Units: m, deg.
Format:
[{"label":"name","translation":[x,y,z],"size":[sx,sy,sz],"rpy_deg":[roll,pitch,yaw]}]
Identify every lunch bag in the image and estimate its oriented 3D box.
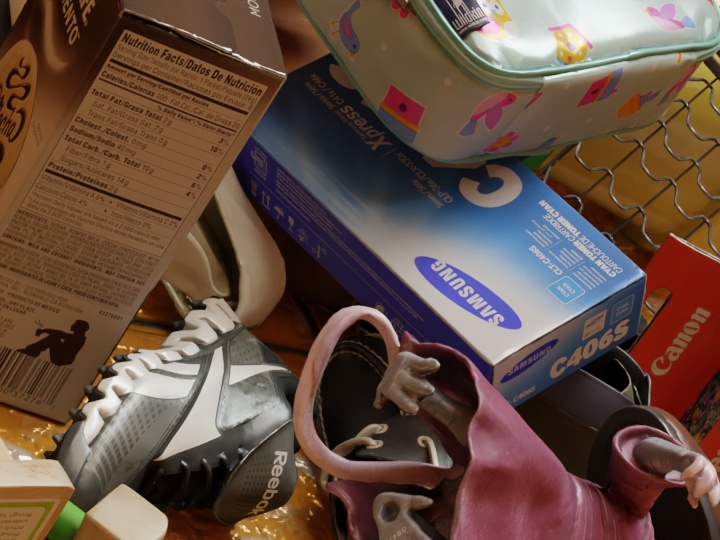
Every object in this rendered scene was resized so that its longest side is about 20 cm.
[{"label":"lunch bag","translation":[0.064,-0.136,1.323],"size":[0.200,0.077,0.161],"rpy_deg":[-11,62,-44]}]

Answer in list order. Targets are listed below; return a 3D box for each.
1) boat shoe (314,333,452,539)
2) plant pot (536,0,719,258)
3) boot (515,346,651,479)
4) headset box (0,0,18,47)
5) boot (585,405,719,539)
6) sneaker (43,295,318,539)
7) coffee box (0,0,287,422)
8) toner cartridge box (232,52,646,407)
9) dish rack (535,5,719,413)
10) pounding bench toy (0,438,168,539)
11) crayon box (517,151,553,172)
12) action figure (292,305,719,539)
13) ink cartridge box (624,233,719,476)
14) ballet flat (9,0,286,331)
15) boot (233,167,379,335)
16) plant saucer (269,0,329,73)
[{"label":"boat shoe","translation":[0.016,0.104,1.246],"size":[0.060,0.074,0.200],"rpy_deg":[15,41,-40]},{"label":"plant pot","translation":[0.162,-0.116,1.609],"size":[0.188,0.201,0.201],"rpy_deg":[15,33,-23]},{"label":"boot","translation":[0.126,0.096,1.340],"size":[0.200,0.097,0.075],"rpy_deg":[26,29,-14]},{"label":"headset box","translation":[-0.199,-0.186,1.342],"size":[0.174,0.201,0.093],"rpy_deg":[3,5,-43]},{"label":"boot","translation":[0.196,0.125,1.327],"size":[0.200,0.068,0.189],"rpy_deg":[-29,91,-53]},{"label":"sneaker","translation":[-0.072,0.075,1.199],"size":[0.090,0.067,0.200],"rpy_deg":[35,26,7]},{"label":"coffee box","translation":[-0.118,-0.051,1.204],"size":[0.080,0.200,0.113],"rpy_deg":[20,30,-24]},{"label":"toner cartridge box","translation":[0.031,-0.024,1.308],"size":[0.095,0.043,0.200],"rpy_deg":[-30,56,-27]},{"label":"dish rack","translation":[0.181,-0.041,1.495],"size":[0.153,0.200,0.055],"rpy_deg":[48,17,1]},{"label":"pounding bench toy","translation":[-0.185,0.067,1.030],"size":[0.200,0.124,0.156],"rpy_deg":[3,40,-44]},{"label":"crayon box","translation":[0.051,-0.126,1.525],"size":[0.058,0.173,0.200],"rpy_deg":[25,28,-33]},{"label":"action figure","translation":[0.071,0.115,1.174],"size":[0.200,0.134,0.149],"rpy_deg":[25,2,-43]},{"label":"ink cartridge box","translation":[0.217,0.074,1.458],"size":[0.200,0.109,0.050],"rpy_deg":[27,28,-11]},{"label":"ballet flat","translation":[-0.101,-0.054,1.309],"size":[0.200,0.069,0.069],"rpy_deg":[58,26,-11]},{"label":"boot","translation":[0.000,0.000,1.397],"size":[0.200,0.074,0.076],"rpy_deg":[18,42,-32]},{"label":"plant saucer","translation":[-0.063,-0.112,1.468],"size":[0.199,0.038,0.200],"rpy_deg":[4,26,-2]}]
